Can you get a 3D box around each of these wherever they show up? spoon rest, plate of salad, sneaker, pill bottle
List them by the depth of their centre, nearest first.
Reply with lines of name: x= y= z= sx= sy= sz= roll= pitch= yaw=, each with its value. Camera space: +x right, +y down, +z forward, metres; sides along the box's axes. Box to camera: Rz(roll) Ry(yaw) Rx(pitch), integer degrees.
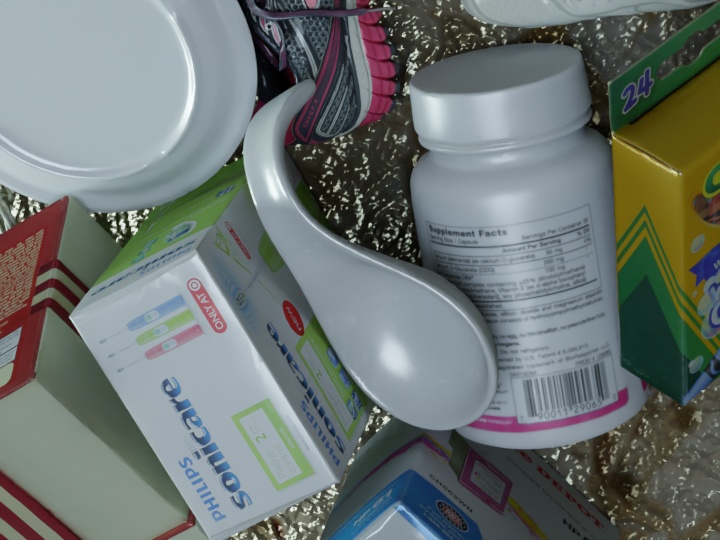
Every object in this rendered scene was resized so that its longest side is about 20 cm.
spoon rest: x=0.000 y=0.000 z=1.500 sx=0.099 sy=0.061 sz=0.200 roll=-29 pitch=96 yaw=46
sneaker: x=0.144 y=-0.166 z=1.502 sx=0.200 sy=0.081 sz=0.075 roll=-10 pitch=109 yaw=17
sneaker: x=-0.038 y=-0.163 z=1.525 sx=0.075 sy=0.081 sz=0.200 roll=-24 pitch=107 yaw=-27
plate of salad: x=-0.151 y=-0.120 z=1.542 sx=0.200 sy=0.048 sz=0.200 roll=6 pitch=125 yaw=9
pill bottle: x=0.089 y=-0.015 z=1.549 sx=0.113 sy=0.113 sz=0.200 roll=-5 pitch=108 yaw=13

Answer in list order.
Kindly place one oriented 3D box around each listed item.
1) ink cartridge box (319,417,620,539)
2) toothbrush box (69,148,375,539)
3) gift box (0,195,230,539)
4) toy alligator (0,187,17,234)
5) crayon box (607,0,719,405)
ink cartridge box: x=0.059 y=0.160 z=1.574 sx=0.145 sy=0.200 sz=0.085 roll=43 pitch=108 yaw=-6
toothbrush box: x=-0.062 y=0.034 z=1.552 sx=0.086 sy=0.200 sz=0.146 roll=-27 pitch=102 yaw=20
gift box: x=-0.177 y=0.110 z=1.586 sx=0.184 sy=0.200 sz=0.187 roll=-27 pitch=125 yaw=28
toy alligator: x=-0.215 y=-0.117 z=1.610 sx=0.054 sy=0.059 sz=0.200 roll=-28 pitch=106 yaw=-22
crayon box: x=0.189 y=-0.042 z=1.473 sx=0.052 sy=0.126 sz=0.200 roll=33 pitch=147 yaw=35
